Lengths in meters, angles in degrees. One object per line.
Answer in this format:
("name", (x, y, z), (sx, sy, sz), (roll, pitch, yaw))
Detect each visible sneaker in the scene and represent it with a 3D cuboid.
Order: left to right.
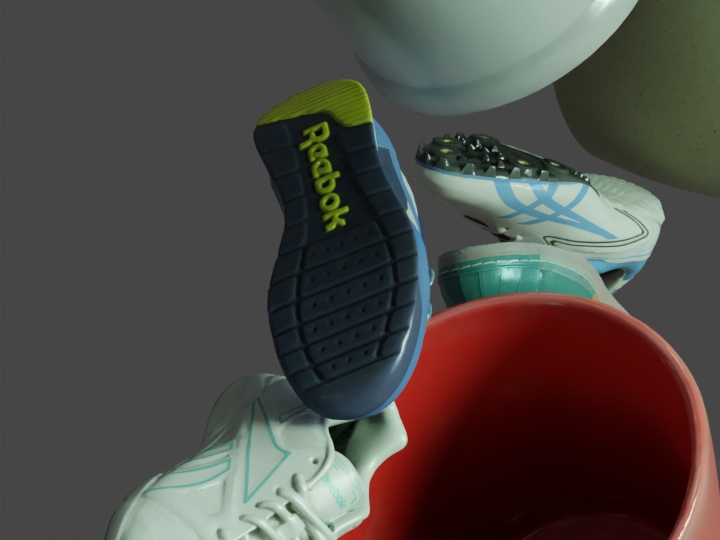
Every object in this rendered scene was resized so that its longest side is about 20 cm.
("sneaker", (-0.046, 0.104, 1.154), (0.200, 0.080, 0.071), (-55, 130, -49))
("sneaker", (0.000, 0.000, 1.230), (0.200, 0.074, 0.082), (-95, 165, -47))
("sneaker", (0.095, -0.027, 1.453), (0.200, 0.072, 0.073), (16, 98, -50))
("sneaker", (0.103, 0.047, 1.435), (0.200, 0.071, 0.080), (35, 48, -53))

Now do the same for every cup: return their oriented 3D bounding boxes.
("cup", (0.195, -0.128, 1.572), (0.200, 0.143, 0.201), (23, 63, -56))

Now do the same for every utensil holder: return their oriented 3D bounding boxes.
("utensil holder", (0.023, -0.198, 1.272), (0.200, 0.169, 0.170), (47, 44, -41))

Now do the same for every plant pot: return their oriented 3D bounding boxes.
("plant pot", (0.089, 0.138, 1.283), (0.177, 0.200, 0.201), (58, 36, -51))
